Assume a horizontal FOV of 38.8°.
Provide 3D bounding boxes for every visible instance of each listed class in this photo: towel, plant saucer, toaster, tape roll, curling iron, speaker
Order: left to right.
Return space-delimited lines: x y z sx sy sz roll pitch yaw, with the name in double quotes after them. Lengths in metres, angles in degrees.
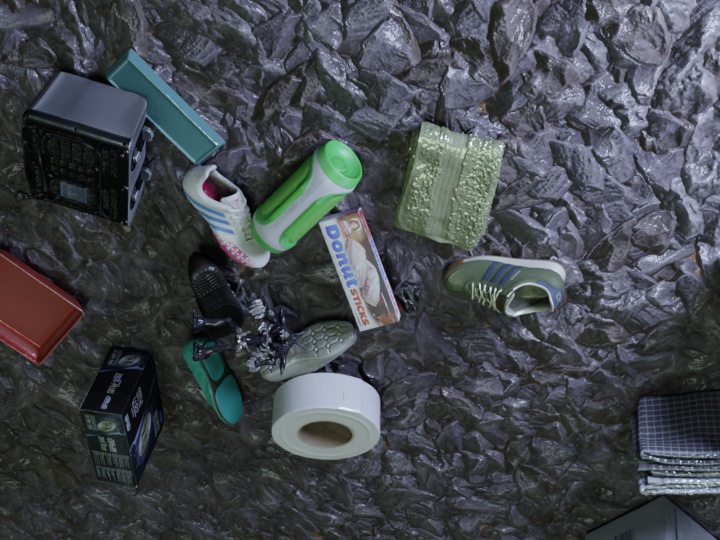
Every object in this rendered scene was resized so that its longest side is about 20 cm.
-0.623 0.061 1.873 0.199 0.037 0.199 38 128 -16 "plant saucer"
-0.420 -0.182 1.557 0.196 0.120 0.183 16 137 1 "toaster"
-0.298 -0.243 1.555 0.069 0.019 0.200 -31 115 32 "plant saucer"
-0.085 -0.110 1.566 0.088 0.089 0.199 37 128 -17 "speaker"
-0.061 0.265 1.845 0.198 0.072 0.204 1 143 1 "tape roll"
0.022 0.006 1.679 0.198 0.026 0.050 35 108 -9 "curling iron"
0.133 -0.123 1.536 0.145 0.037 0.202 13 131 2 "towel"
0.545 0.277 1.679 0.196 0.167 0.087 -4 125 15 "towel"

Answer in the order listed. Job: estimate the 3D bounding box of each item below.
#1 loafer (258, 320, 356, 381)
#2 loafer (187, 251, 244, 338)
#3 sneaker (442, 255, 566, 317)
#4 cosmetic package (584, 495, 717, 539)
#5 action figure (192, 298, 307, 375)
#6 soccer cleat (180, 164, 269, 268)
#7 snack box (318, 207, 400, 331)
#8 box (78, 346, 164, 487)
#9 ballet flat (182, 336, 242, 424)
-0.087 0.142 1.797 0.197 0.071 0.069 -22 155 24 "loafer"
-0.249 0.039 1.751 0.072 0.072 0.202 -19 141 -10 "loafer"
0.221 0.030 1.603 0.196 0.091 0.068 0 130 14 "sneaker"
0.562 0.561 1.935 0.199 0.124 0.199 39 127 -17 "cosmetic package"
-0.182 0.114 1.710 0.196 0.122 0.102 0 170 -10 "action figure"
-0.202 -0.083 1.621 0.086 0.070 0.200 -16 123 45 "soccer cleat"
0.000 0.000 1.649 0.071 0.024 0.203 -14 113 17 "snack box"
-0.443 0.274 1.920 0.084 0.165 0.203 7 130 8 "box"
-0.275 0.198 1.892 0.069 0.067 0.203 13 135 36 "ballet flat"
